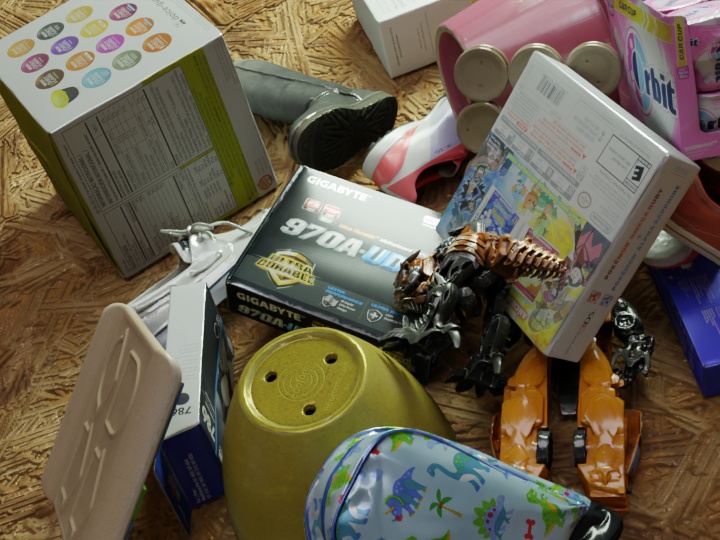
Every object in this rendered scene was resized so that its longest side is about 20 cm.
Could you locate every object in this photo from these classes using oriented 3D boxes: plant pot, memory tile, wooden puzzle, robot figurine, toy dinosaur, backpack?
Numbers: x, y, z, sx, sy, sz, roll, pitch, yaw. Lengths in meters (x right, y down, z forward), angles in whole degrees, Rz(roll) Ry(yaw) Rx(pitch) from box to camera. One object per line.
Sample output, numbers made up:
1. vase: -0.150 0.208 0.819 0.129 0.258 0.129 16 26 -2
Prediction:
1. plant pot: 0.177 -0.204 1.161 0.178 0.201 0.200 -20 44 -8
2. memory tile: 0.163 -0.106 1.087 0.152 0.201 0.017 0 25 19
3. wooden puzzle: -0.195 0.135 0.976 0.200 0.046 0.186 26 96 64
4. robot figurine: 0.165 0.103 0.976 0.144 0.058 0.201 -2 47 15
5. toy dinosaur: 0.081 0.013 0.959 0.102 0.200 0.136 22 68 -7
6. backpack: 0.057 0.187 0.826 0.199 0.154 0.164 28 79 19
7. plant pot: -0.027 0.128 0.953 0.199 0.142 0.201 -9 45 9

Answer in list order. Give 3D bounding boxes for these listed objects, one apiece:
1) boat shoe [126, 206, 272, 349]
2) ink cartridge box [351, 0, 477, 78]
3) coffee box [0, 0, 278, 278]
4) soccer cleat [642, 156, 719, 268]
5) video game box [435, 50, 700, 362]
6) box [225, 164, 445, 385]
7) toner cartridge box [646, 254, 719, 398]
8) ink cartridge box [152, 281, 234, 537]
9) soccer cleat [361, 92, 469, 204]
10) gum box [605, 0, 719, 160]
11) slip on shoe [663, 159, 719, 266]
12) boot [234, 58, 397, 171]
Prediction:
1. boat shoe: -0.155 -0.012 1.157 0.202 0.086 0.075 -44 11 -18
2. ink cartridge box: 0.097 -0.324 1.391 0.199 0.084 0.145 -21 44 -4
3. coffee box: -0.238 -0.156 1.252 0.197 0.201 0.200 -33 46 -15
4. soccer cleat: 0.291 -0.084 1.035 0.068 0.085 0.200 23 57 33
5. video game box: 0.159 -0.056 0.984 0.183 0.047 0.200 -59 37 18
6. box: 0.000 0.000 1.103 0.199 0.046 0.159 20 54 14
7. toner cartridge box: 0.305 0.010 1.032 0.094 0.043 0.201 -13 45 3
8. ink cartridge box: -0.138 0.115 1.031 0.039 0.100 0.201 -8 46 6
9. soccer cleat: 0.093 -0.137 1.237 0.200 0.068 0.073 -37 71 -24
10. gum box: 0.258 -0.171 0.976 0.066 0.114 0.200 -12 22 1
11. slip on shoe: 0.320 -0.032 0.965 0.199 0.061 0.074 27 42 -11
12. boot: -0.083 -0.175 1.294 0.199 0.073 0.182 25 28 27
